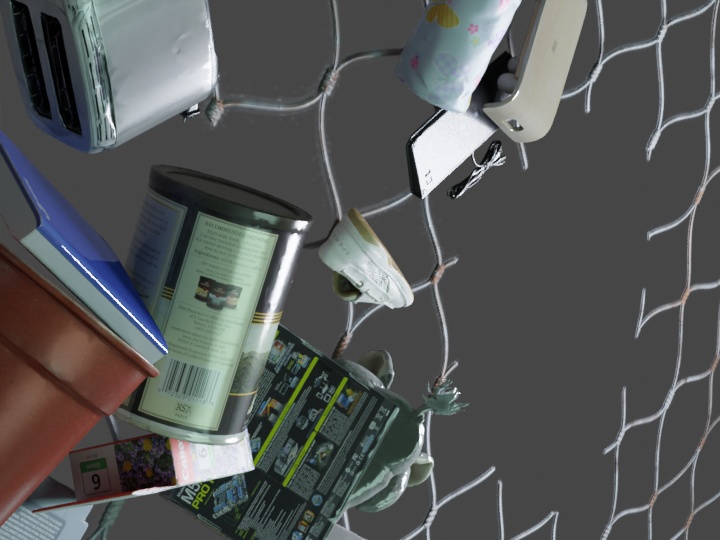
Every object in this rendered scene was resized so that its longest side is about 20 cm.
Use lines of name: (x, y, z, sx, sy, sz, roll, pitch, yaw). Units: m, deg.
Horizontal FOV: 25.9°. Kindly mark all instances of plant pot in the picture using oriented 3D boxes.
plant pot: (-0.282, 0.089, 1.134, 0.196, 0.200, 0.201, -52, 146, -8)

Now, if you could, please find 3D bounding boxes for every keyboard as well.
keyboard: (0.117, -0.145, 1.738, 0.200, 0.020, 0.128, -42, 134, -34)

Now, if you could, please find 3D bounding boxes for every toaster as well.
toaster: (-0.187, -0.178, 1.173, 0.129, 0.113, 0.202, -36, 139, -34)

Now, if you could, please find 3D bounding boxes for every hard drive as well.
hard drive: (-0.224, -0.021, 1.197, 0.025, 0.132, 0.200, -35, 144, 0)

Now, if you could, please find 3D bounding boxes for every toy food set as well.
toy food set: (0.188, -0.253, 1.736, 0.143, 0.060, 0.203, 29, 78, -66)

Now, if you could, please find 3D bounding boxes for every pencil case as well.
pencil case: (0.113, -0.256, 1.556, 0.090, 0.083, 0.202, 9, 118, -39)

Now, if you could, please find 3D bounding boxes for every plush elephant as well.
plush elephant: (0.006, 0.172, 1.664, 0.198, 0.167, 0.155, -18, 171, -13)

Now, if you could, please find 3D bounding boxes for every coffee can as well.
coffee can: (-0.138, 0.028, 1.339, 0.146, 0.145, 0.202, 6, 105, -57)

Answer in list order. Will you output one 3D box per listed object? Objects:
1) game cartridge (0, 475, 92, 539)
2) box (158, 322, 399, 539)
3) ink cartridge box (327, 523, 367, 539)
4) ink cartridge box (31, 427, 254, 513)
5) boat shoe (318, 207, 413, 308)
game cartridge: (-0.310, 0.217, 1.301, 0.134, 0.041, 0.200, -56, 147, -11)
box: (-0.077, 0.175, 1.529, 0.159, 0.044, 0.201, 34, 76, -14)
ink cartridge box: (-0.065, 0.395, 1.733, 0.144, 0.084, 0.202, -29, 132, -46)
ink cartridge box: (-0.187, 0.167, 1.355, 0.199, 0.108, 0.051, 2, 76, -65)
boat shoe: (0.000, 0.000, 1.616, 0.069, 0.071, 0.200, -37, 153, 1)
